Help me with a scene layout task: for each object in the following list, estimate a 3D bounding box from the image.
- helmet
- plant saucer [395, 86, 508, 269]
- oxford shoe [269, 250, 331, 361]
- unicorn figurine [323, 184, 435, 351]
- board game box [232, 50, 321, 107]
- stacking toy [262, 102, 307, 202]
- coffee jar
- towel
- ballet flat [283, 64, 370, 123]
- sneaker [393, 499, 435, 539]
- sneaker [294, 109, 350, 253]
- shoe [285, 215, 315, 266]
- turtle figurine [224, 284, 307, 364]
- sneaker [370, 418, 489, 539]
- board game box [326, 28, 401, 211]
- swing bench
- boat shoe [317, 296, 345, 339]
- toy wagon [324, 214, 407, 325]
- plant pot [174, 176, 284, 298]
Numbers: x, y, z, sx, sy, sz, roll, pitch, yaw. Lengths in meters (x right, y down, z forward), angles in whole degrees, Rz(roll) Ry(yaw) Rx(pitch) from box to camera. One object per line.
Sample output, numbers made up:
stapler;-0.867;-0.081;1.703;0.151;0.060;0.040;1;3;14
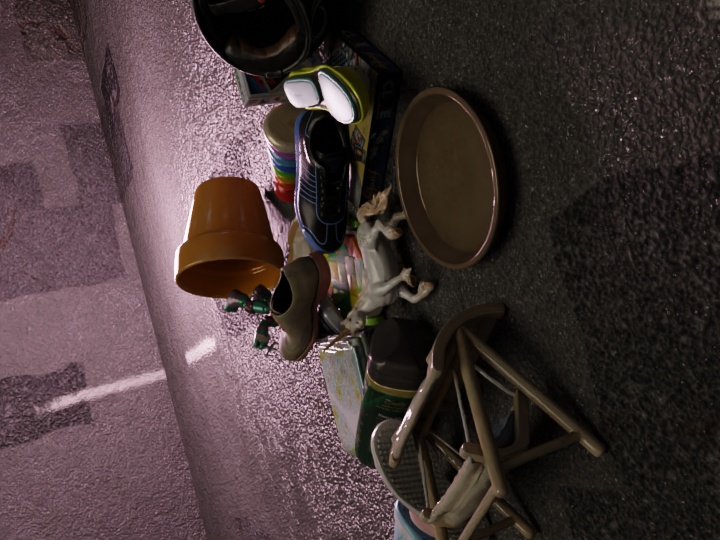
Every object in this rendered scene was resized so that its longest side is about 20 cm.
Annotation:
helmet;-0.118;-0.370;0.946;0.200;0.199;0.191;116;166;-53
plant saucer;0.100;-0.101;0.812;0.200;0.029;0.201;40;137;51
oxford shoe;-0.101;0.057;1.044;0.070;0.075;0.200;48;138;36
unicorn figurine;0.026;0.003;0.944;0.137;0.074;0.201;-14;70;50
board game box;-0.132;-0.340;1.060;0.035;0.126;0.201;-28;76;63
stacking toy;-0.105;-0.167;1.140;0.200;0.085;0.086;101;148;-64
coffee jar;0.045;0.163;0.969;0.104;0.085;0.201;-78;-4;-53
towel;-0.001;0.197;1.147;0.171;0.048;0.201;165;92;-68
ballet flat;-0.028;-0.223;0.889;0.200;0.067;0.067;31;144;57
sneaker;0.102;0.417;1.003;0.200;0.079;0.131;-122;32;-53
sneaker;-0.048;-0.117;0.980;0.078;0.070;0.201;-160;60;-66
shoe;-0.085;-0.048;1.181;0.200;0.053;0.070;110;-178;-56
turtle figurine;-0.141;0.088;1.304;0.200;0.150;0.101;29;97;35
sneaker;0.073;0.275;0.943;0.200;0.075;0.105;49;161;-5
board game box;-0.007;-0.199;0.977;0.136;0.034;0.200;53;146;40
swing bench;0.119;0.178;0.790;0.200;0.129;0.199;58;150;35
boat shoe;-0.069;0.077;1.138;0.072;0.068;0.200;56;171;-6
toy wagon;0.000;0.000;1.053;0.200;0.039;0.156;16;116;62
plant pot;-0.247;-0.067;1.379;0.200;0.199;0.184;131;137;-60
